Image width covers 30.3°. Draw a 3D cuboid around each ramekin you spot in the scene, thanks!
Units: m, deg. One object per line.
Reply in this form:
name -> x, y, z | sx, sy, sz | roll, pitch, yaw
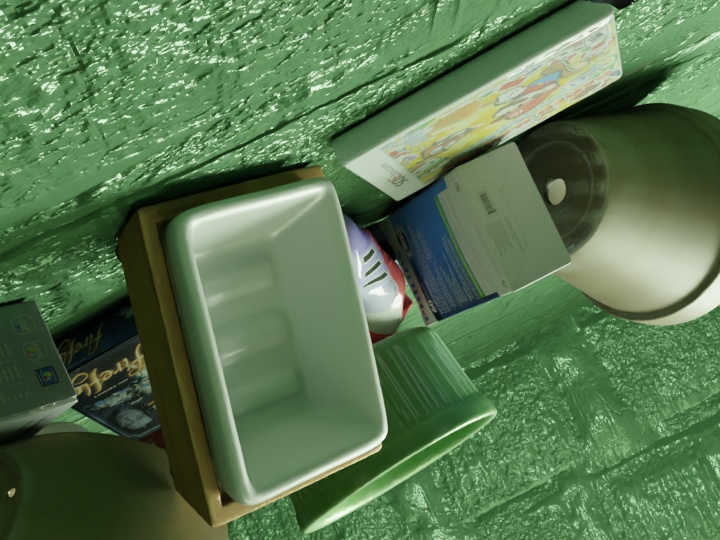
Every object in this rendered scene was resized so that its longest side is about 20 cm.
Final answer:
ramekin -> 0.011, 0.135, 1.160 | 0.199, 0.098, 0.200 | -30, 167, -7

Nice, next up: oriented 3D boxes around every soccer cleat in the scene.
soccer cleat -> 0.000, 0.000, 1.091 | 0.076, 0.067, 0.201 | -43, 151, -16

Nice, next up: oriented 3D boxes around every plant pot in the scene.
plant pot -> -0.204, 0.186, 0.862 | 0.199, 0.202, 0.134 | -30, 136, 18
plant pot -> 0.219, -0.059, 1.157 | 0.172, 0.202, 0.199 | 8, 148, -42

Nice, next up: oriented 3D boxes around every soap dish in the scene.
soap dish -> -0.071, 0.045, 0.867 | 0.081, 0.202, 0.157 | -6, -171, 45

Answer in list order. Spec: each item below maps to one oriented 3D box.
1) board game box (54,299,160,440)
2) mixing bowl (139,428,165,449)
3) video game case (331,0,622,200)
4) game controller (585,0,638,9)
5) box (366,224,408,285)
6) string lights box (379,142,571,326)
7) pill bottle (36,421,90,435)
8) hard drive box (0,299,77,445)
board game box -> -0.136, 0.058, 1.045 | 0.199, 0.035, 0.135 | -29, 147, 11
mixing bowl -> -0.132, 0.104, 1.211 | 0.199, 0.109, 0.200 | -27, 169, -5
video game case -> 0.089, -0.115, 0.933 | 0.199, 0.023, 0.182 | -29, 170, 9
game controller -> 0.198, -0.212, 0.714 | 0.104, 0.042, 0.200 | -38, 179, -38
box -> 0.036, -0.014, 1.252 | 0.199, 0.038, 0.137 | -21, 168, -30
string lights box -> 0.086, -0.023, 1.081 | 0.059, 0.104, 0.200 | -25, 178, -18
pill bottle -> -0.328, 0.223, 1.293 | 0.112, 0.113, 0.200 | -16, 165, -46
hard drive box -> -0.307, 0.102, 0.843 | 0.155, 0.077, 0.199 | -35, 168, 38
